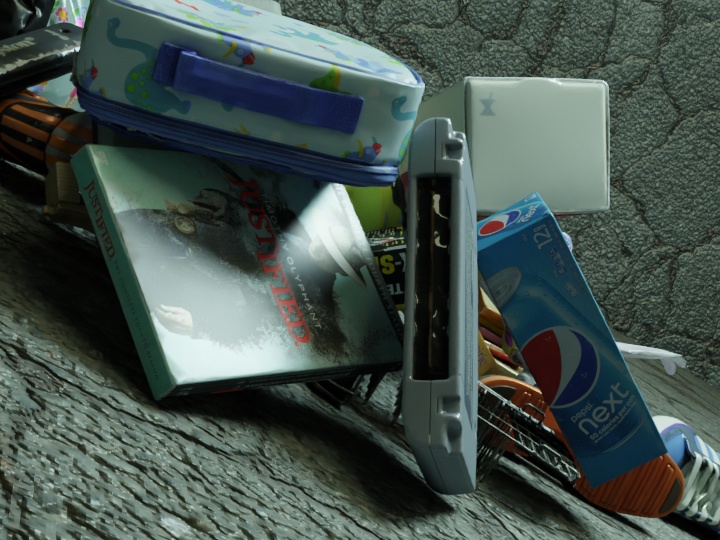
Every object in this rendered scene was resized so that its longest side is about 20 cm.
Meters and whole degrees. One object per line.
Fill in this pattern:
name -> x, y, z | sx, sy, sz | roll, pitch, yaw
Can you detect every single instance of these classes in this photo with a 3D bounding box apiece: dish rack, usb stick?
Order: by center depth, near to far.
usb stick -> -0.264, -0.140, 0.873 | 0.055, 0.033, 0.200 | 15, 29, 28
dish rack -> 0.064, 0.098, 0.889 | 0.199, 0.055, 0.153 | 33, 8, 0

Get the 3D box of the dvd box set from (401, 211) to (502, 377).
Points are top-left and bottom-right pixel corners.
dvd box set -> 0.054, 0.012, 1.183 | 0.146, 0.029, 0.201 | 40, -16, 55

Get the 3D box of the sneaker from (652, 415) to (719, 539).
sneaker -> 0.331, 0.207, 1.122 | 0.146, 0.081, 0.200 | 31, 0, 37

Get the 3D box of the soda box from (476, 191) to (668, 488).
soda box -> 0.146, 0.050, 0.886 | 0.201, 0.064, 0.068 | 61, 6, -15

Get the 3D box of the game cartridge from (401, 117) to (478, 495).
game cartridge -> 0.051, 0.027, 0.748 | 0.041, 0.201, 0.133 | 0, -23, 5

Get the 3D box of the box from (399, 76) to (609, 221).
box -> 0.120, -0.098, 1.080 | 0.127, 0.110, 0.200 | -1, -1, -13

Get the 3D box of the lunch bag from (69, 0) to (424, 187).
lunch bag -> -0.070, -0.112, 0.736 | 0.199, 0.083, 0.161 | 12, 14, -17

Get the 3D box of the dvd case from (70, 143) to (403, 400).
dvd case -> -0.060, -0.003, 0.710 | 0.199, 0.022, 0.147 | 1, 60, -50

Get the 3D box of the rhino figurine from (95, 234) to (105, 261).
rhino figurine -> -0.100, -0.049, 0.852 | 0.087, 0.060, 0.200 | 35, 47, 13

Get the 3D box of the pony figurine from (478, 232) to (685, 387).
pony figurine -> 0.178, 0.061, 1.142 | 0.192, 0.166, 0.201 | 1, 67, -45

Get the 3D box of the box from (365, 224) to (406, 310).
box -> 0.000, 0.000, 0.945 | 0.158, 0.050, 0.200 | -7, 6, 2

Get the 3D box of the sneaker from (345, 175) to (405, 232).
sneaker -> -0.040, -0.038, 1.097 | 0.090, 0.079, 0.199 | 11, -23, -39

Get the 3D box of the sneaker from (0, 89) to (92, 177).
sneaker -> -0.223, -0.101, 0.957 | 0.111, 0.078, 0.200 | 24, -4, 16

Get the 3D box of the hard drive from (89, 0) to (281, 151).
hard drive -> -0.113, -0.120, 0.844 | 0.139, 0.033, 0.201 | 6, 49, -20

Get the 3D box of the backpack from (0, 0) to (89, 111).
backpack -> -0.279, -0.187, 1.030 | 0.126, 0.168, 0.200 | 22, -10, 11

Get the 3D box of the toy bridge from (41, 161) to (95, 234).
toy bridge -> -0.130, -0.032, 0.883 | 0.199, 0.027, 0.068 | 5, 61, -31

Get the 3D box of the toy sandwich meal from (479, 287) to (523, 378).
toy sandwich meal -> 0.174, 0.081, 1.389 | 0.204, 0.071, 0.205 | 31, 7, -4

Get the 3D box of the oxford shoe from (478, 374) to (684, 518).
oxford shoe -> 0.174, 0.137, 1.012 | 0.199, 0.072, 0.073 | 30, 2, -7
